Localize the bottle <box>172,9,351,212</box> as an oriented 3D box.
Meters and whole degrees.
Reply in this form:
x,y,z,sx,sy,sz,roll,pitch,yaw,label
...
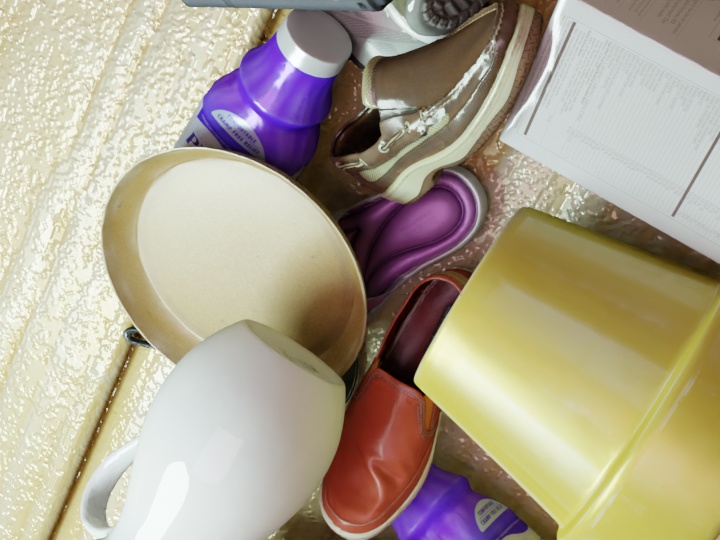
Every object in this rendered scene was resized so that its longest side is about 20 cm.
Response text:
x,y,z,sx,sy,sz,roll,pitch,yaw,label
-0.071,-0.092,0.926,0.084,0.065,0.200,44,134,3,bottle

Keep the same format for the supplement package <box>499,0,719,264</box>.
x,y,z,sx,sy,sz,roll,pitch,yaw,label
0.203,-0.092,0.794,0.200,0.110,0.114,31,135,10,supplement package

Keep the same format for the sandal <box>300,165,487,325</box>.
x,y,z,sx,sy,sz,roll,pitch,yaw,label
-0.005,-0.006,0.948,0.203,0.050,0.083,-40,86,19,sandal

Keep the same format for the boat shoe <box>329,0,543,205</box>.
x,y,z,sx,sy,sz,roll,pitch,yaw,label
0.035,-0.101,0.829,0.075,0.075,0.202,22,149,-13,boat shoe

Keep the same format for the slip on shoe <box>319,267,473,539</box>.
x,y,z,sx,sy,sz,roll,pitch,yaw,label
0.026,0.087,0.928,0.074,0.061,0.200,27,90,22,slip on shoe

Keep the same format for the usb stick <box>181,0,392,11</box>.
x,y,z,sx,sy,sz,roll,pitch,yaw,label
-0.054,-0.188,0.850,0.200,0.033,0.056,13,125,45,usb stick

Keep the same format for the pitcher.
x,y,z,sx,sy,sz,roll,pitch,yaw,label
-0.110,0.125,0.917,0.200,0.121,0.172,-56,41,5,pitcher

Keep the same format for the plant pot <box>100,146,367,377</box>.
x,y,z,sx,sy,sz,roll,pitch,yaw,label
-0.083,0.000,0.934,0.200,0.027,0.200,13,126,19,plant pot

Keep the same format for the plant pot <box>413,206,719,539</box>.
x,y,z,sx,sy,sz,roll,pitch,yaw,label
0.143,0.065,0.829,0.189,0.201,0.201,32,116,8,plant pot

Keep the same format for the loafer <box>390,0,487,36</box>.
x,y,z,sx,sy,sz,roll,pitch,yaw,label
0.058,-0.237,0.831,0.070,0.075,0.200,16,83,35,loafer

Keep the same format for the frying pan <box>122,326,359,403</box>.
x,y,z,sx,sy,sz,roll,pitch,yaw,label
-0.089,0.048,1.030,0.190,0.031,0.115,27,113,11,frying pan

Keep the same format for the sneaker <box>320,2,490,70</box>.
x,y,z,sx,sy,sz,roll,pitch,yaw,label
-0.003,-0.174,0.895,0.200,0.074,0.079,34,122,10,sneaker

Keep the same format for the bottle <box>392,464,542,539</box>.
x,y,z,sx,sy,sz,roll,pitch,yaw,label
0.088,0.203,0.960,0.200,0.083,0.065,42,115,15,bottle
